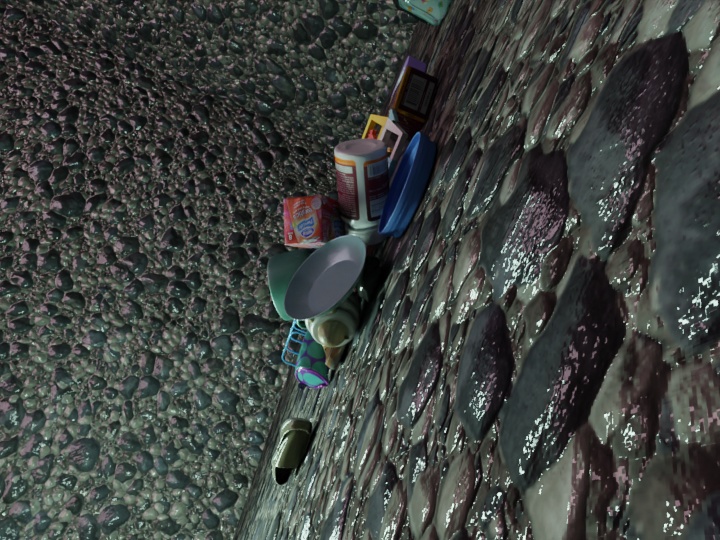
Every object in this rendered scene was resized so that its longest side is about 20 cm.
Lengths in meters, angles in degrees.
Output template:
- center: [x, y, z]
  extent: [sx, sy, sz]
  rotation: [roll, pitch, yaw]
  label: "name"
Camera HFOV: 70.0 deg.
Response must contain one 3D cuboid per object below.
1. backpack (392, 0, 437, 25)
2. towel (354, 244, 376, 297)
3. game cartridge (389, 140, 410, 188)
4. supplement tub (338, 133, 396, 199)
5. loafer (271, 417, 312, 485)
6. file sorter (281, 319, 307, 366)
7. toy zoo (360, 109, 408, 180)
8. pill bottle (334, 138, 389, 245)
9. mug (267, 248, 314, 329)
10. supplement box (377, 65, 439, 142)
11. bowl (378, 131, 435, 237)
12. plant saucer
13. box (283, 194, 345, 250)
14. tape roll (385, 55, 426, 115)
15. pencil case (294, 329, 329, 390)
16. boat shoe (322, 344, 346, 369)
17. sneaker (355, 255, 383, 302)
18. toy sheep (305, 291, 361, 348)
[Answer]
- center: [0.213, -0.887, 1.584]
  extent: [0.203, 0.172, 0.154]
  rotation: [-66, 24, 19]
  label: "backpack"
- center: [0.000, 0.000, 1.305]
  extent: [0.200, 0.022, 0.147]
  rotation: [-148, 76, -85]
  label: "towel"
- center: [0.073, -0.185, 1.199]
  extent: [0.134, 0.040, 0.202]
  rotation: [-73, 6, -52]
  label: "game cartridge"
- center: [0.026, -0.243, 1.351]
  extent: [0.201, 0.129, 0.134]
  rotation: [119, 170, -55]
  label: "supplement tub"
- center: [-0.156, 0.415, 1.171]
  extent: [0.070, 0.073, 0.203]
  rotation: [-100, 24, -55]
  label: "loafer"
- center: [-0.140, 0.174, 1.493]
  extent: [0.202, 0.120, 0.140]
  rotation: [-79, 11, -53]
  label: "file sorter"
- center: [0.039, -0.270, 1.183]
  extent: [0.131, 0.020, 0.203]
  rotation: [43, 118, 43]
  label: "toy zoo"
- center: [0.007, -0.166, 1.095]
  extent: [0.115, 0.111, 0.204]
  rotation: [-81, -12, -61]
  label: "pill bottle"
- center: [-0.132, 0.035, 1.205]
  extent: [0.186, 0.112, 0.155]
  rotation: [60, -163, -63]
  label: "mug"
- center: [0.114, -0.397, 1.276]
  extent: [0.200, 0.084, 0.113]
  rotation: [150, 140, -79]
  label: "supplement box"
- center: [0.088, -0.158, 0.973]
  extent: [0.201, 0.039, 0.205]
  rotation: [-159, 89, -83]
  label: "bowl"
- center: [-0.060, 0.021, 0.982]
  extent: [0.198, 0.039, 0.203]
  rotation: [-28, 35, 22]
  label: "plant saucer"
- center: [-0.086, -0.099, 1.145]
  extent: [0.199, 0.093, 0.102]
  rotation: [7, -99, -70]
  label: "box"
- center: [0.145, -0.582, 1.669]
  extent: [0.200, 0.064, 0.204]
  rotation: [-159, 89, -83]
  label: "tape roll"
- center: [-0.098, 0.189, 1.254]
  extent: [0.084, 0.093, 0.202]
  rotation: [-24, 33, 32]
  label: "pencil case"
- center: [-0.068, 0.152, 1.175]
  extent: [0.201, 0.070, 0.077]
  rotation: [-85, 18, -67]
  label: "boat shoe"
- center: [-0.007, 0.005, 1.049]
  extent: [0.200, 0.089, 0.077]
  rotation: [-113, 47, -79]
  label: "sneaker"
- center: [-0.061, 0.081, 1.078]
  extent: [0.202, 0.135, 0.139]
  rotation: [-87, 19, -52]
  label: "toy sheep"
